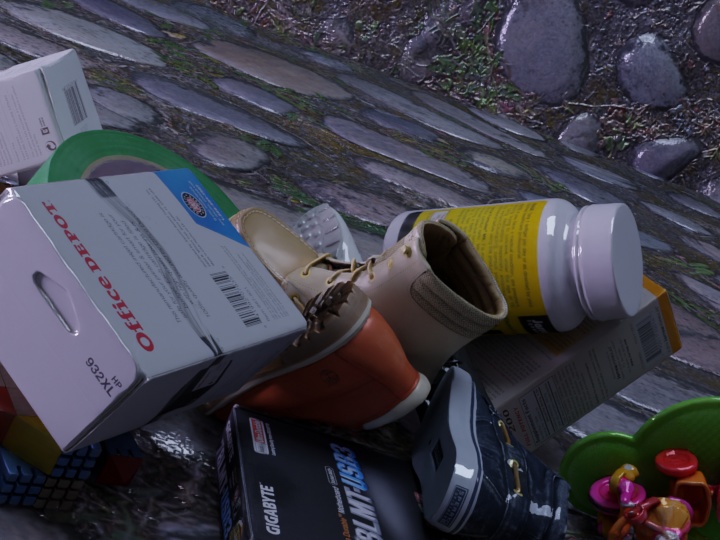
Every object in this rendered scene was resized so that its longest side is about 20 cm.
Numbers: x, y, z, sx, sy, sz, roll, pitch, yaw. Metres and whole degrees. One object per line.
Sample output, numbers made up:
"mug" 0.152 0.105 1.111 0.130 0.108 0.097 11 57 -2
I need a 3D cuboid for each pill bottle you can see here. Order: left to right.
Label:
"pill bottle" 0.129 -0.002 1.294 0.200 0.114 0.114 -4 4 25

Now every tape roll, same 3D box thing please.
"tape roll" -0.160 -0.015 1.155 0.200 0.048 0.201 31 34 -24

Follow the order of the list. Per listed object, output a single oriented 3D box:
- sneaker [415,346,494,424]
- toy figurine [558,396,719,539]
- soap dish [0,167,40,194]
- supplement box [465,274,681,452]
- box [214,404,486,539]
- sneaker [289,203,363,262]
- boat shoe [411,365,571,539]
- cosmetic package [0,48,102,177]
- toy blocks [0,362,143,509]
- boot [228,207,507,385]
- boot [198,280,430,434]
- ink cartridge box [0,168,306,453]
"sneaker" 0.070 0.108 1.215 0.091 0.076 0.200 66 -3 -38
"toy figurine" 0.254 0.205 1.185 0.200 0.150 0.184 2 24 6
"soap dish" -0.198 -0.030 1.325 0.200 0.081 0.157 11 5 -36
"supplement box" 0.162 0.069 1.347 0.126 0.200 0.074 43 -19 51
"box" 0.004 0.176 1.036 0.198 0.050 0.200 20 15 -14
"sneaker" -0.015 0.030 1.289 0.080 0.076 0.200 28 35 -39
"boat shoe" 0.091 0.139 1.087 0.091 0.071 0.200 24 19 -8
"cosmetic package" -0.331 -0.115 1.284 0.200 0.081 0.113 -14 14 8
"toy blocks" -0.211 0.091 0.966 0.200 0.100 0.137 11 31 -37
"boot" 0.000 0.000 1.129 0.200 0.155 0.073 47 43 4
"boot" -0.038 0.088 1.122 0.107 0.200 0.075 44 50 -18
"ink cartridge box" -0.146 0.018 0.983 0.145 0.084 0.200 53 25 11
